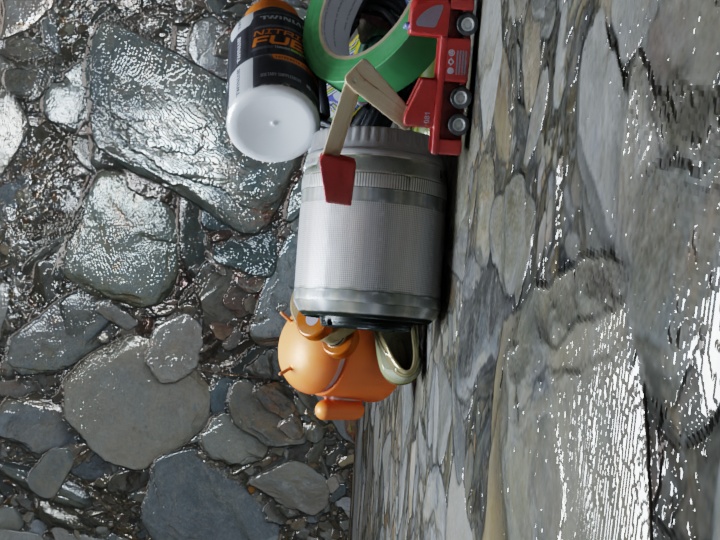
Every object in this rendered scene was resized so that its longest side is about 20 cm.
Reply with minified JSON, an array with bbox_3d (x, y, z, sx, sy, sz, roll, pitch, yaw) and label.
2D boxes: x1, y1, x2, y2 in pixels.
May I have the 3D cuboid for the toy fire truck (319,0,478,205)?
[{"bbox_3d":[0.034,-0.162,1.023,0.049,0.138,0.204,-96,10,-79],"label":"toy fire truck"}]

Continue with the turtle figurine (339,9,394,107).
[{"bbox_3d":[0.037,-0.298,1.321,0.150,0.099,0.202,-102,35,-74],"label":"turtle figurine"}]

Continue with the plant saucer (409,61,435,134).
[{"bbox_3d":[0.081,-0.191,1.336,0.200,0.030,0.204,-175,90,-88],"label":"plant saucer"}]

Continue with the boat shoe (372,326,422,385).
[{"bbox_3d":[0.032,0.036,1.319,0.063,0.072,0.204,102,157,-73],"label":"boat shoe"}]

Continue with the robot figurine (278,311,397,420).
[{"bbox_3d":[-0.022,0.104,1.388,0.117,0.198,0.145,49,119,48],"label":"robot figurine"}]

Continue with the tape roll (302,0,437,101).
[{"bbox_3d":[0.023,-0.282,1.156,0.199,0.048,0.204,-23,55,36],"label":"tape roll"}]

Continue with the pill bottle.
[{"bbox_3d":[-0.100,-0.225,1.231,0.107,0.104,0.202,96,172,-45],"label":"pill bottle"}]

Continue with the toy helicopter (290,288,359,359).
[{"bbox_3d":[0.000,0.000,1.280,0.079,0.199,0.133,40,-161,-52],"label":"toy helicopter"}]

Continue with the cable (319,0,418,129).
[{"bbox_3d":[-0.004,-0.236,1.267,0.163,0.050,0.202,42,118,36],"label":"cable"}]

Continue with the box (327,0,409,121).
[{"bbox_3d":[0.013,-0.278,1.439,0.200,0.070,0.064,-49,2,0],"label":"box"}]

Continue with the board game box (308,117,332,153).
[{"bbox_3d":[0.006,-0.105,1.419,0.201,0.041,0.200,50,179,-2],"label":"board game box"}]

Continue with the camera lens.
[{"bbox_3d":[0.012,-0.039,1.154,0.160,0.157,0.204,118,156,-86],"label":"camera lens"}]
